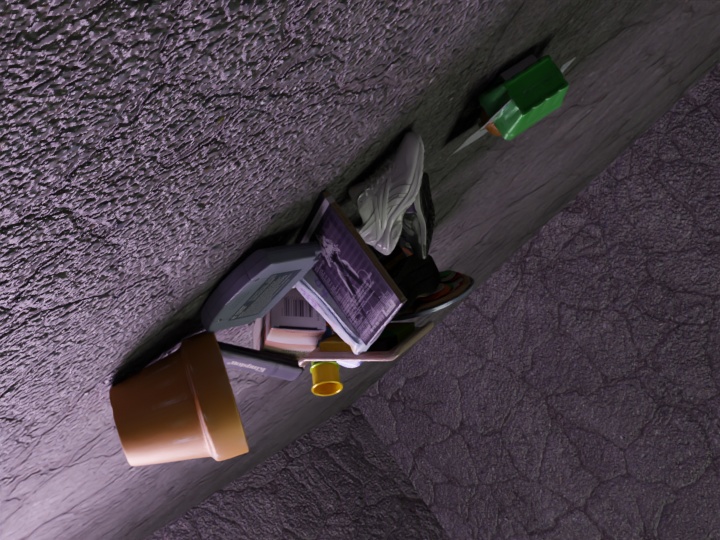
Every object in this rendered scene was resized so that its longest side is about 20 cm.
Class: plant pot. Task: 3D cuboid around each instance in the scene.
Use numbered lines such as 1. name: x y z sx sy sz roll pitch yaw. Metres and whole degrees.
1. plant pot: -0.290 0.218 1.359 0.180 0.203 0.201 -17 164 -12

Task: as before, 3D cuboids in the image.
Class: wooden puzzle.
1. wooden puzzle: 0.011 0.120 1.501 0.197 0.038 0.185 -8 -171 25

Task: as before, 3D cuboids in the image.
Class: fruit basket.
1. fruit basket: 0.243 -0.270 1.416 0.184 0.095 0.200 -34 -177 -18

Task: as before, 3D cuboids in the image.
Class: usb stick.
1. usb stick: -0.192 0.157 1.512 0.197 0.033 0.055 17 147 -28

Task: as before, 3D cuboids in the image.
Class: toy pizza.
1. toy pizza: 0.115 0.040 1.599 0.197 0.032 0.200 -19 -168 4

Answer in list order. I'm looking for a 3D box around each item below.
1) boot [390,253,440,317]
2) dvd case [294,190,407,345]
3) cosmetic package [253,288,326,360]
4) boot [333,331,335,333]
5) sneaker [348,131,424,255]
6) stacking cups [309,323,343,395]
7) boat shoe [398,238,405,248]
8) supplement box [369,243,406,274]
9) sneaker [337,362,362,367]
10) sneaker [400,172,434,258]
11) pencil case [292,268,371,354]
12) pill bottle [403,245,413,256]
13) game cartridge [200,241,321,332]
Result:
1. boot: 0.047 0.041 1.520 0.137 0.078 0.199 -29 179 37
2. dvd case: -0.019 0.000 1.289 0.016 0.201 0.149 -29 166 -33
3. cosmetic package: -0.130 0.104 1.542 0.101 0.089 0.201 3 155 -13
4. boot: -0.026 0.116 1.835 0.199 0.188 0.064 -36 -151 -13
5. sneaker: 0.034 -0.121 1.306 0.078 0.098 0.203 -88 -164 -63
6. stacking cups: -0.071 0.133 1.625 0.059 0.203 0.061 -5 147 -3
7. boat shoe: 0.077 -0.098 1.564 0.067 0.072 0.201 -31 159 -25
8. supplement box: 0.000 0.000 1.597 0.130 0.104 0.200 -36 167 -14
9. sneaker: 0.023 0.136 1.713 0.200 0.079 0.117 -53 153 -41
10. sneaker: 0.075 -0.097 1.441 0.201 0.086 0.077 76 25 -54
11. pencil case: -0.043 0.041 1.394 0.083 0.200 0.091 -48 173 20
12. pill bottle: 0.081 0.007 1.872 0.106 0.107 0.200 -36 168 -7
13. game cartridge: -0.159 0.025 1.316 0.132 0.042 0.200 -6 151 -46
